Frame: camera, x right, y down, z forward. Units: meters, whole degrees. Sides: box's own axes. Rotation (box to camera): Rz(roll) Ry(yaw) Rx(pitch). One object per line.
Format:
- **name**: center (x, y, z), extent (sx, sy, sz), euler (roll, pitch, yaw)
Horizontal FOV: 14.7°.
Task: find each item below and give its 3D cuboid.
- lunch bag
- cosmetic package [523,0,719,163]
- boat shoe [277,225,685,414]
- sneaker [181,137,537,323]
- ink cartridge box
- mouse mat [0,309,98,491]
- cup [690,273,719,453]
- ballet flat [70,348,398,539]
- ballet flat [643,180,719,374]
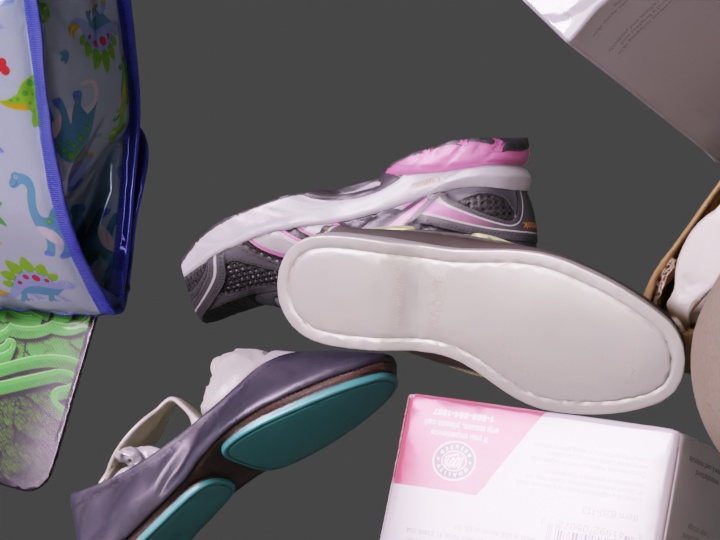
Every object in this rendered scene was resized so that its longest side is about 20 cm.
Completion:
- **lunch bag**: center (-0.209, -0.074, 1.494), extent (0.169, 0.127, 0.201), euler (4, 109, 24)
- **cosmetic package**: center (0.146, -0.137, 1.285), extent (0.113, 0.200, 0.081), euler (-47, 62, 7)
- **boat shoe**: center (0.063, 0.018, 1.314), extent (0.201, 0.060, 0.072), euler (12, 103, 21)
- **sneaker**: center (0.000, 0.000, 1.402), extent (0.199, 0.080, 0.087), euler (-19, 79, 29)
- **ink cartridge box**: center (0.081, 0.169, 1.308), extent (0.146, 0.083, 0.201), euler (7, 80, 29)
- **mouse mat**: center (-0.232, 0.027, 1.558), extent (0.199, 0.008, 0.162), euler (12, 83, 29)
- **cup**: center (0.228, 0.035, 1.219), extent (0.143, 0.200, 0.201), euler (-20, 66, 51)
- **ballet flat**: center (-0.072, 0.083, 1.423), extent (0.200, 0.073, 0.073), euler (-38, 63, 17)
- **ballet flat**: center (0.200, -0.037, 1.309), extent (0.069, 0.063, 0.200), euler (35, 94, 30)
